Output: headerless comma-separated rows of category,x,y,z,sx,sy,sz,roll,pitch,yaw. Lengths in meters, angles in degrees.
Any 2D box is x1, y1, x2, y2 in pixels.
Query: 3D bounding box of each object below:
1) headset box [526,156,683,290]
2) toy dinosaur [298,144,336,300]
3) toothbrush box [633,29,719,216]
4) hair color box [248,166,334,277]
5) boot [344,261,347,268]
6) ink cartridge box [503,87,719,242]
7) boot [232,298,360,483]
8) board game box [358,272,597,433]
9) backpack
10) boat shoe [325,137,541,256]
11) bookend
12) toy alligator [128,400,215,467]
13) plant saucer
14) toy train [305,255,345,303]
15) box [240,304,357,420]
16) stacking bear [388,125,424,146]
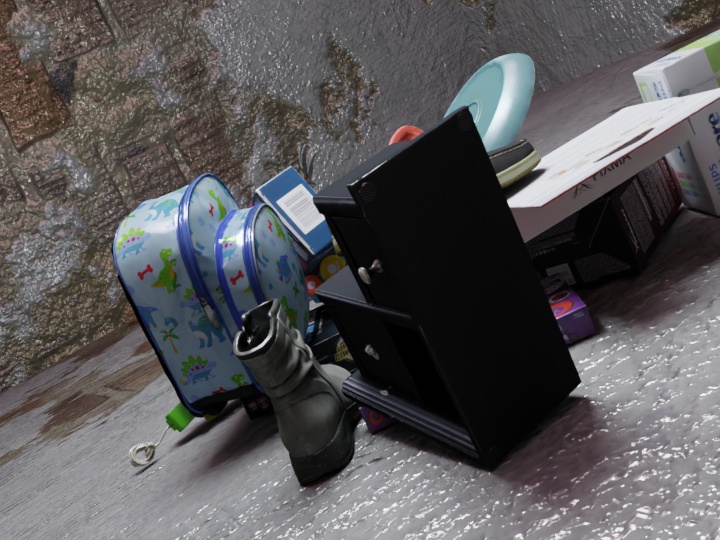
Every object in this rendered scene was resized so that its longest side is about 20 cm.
headset box,0.225,-0.052,0.787,0.147,0.076,0.199,-19,12,41
toy dinosaur,-0.018,-0.051,0.949,0.103,0.205,0.181,-5,8,-11
toothbrush box,0.383,-0.164,0.734,0.197,0.148,0.086,-26,9,5
hair color box,-0.094,-0.021,0.938,0.060,0.100,0.201,-38,-10,-32
boot,0.039,-0.028,0.775,0.075,0.205,0.168,8,2,13
ink cartridge box,0.200,-0.084,0.666,0.198,0.044,0.173,-31,11,-9
boot,-0.051,0.080,0.672,0.067,0.133,0.200,-25,9,4
board game box,0.094,0.066,0.673,0.197,0.033,0.120,-26,14,8
backpack,-0.139,0.009,0.790,0.145,0.202,0.184,-22,22,13
boat shoe,0.059,-0.077,0.672,0.198,0.067,0.072,-25,1,-8
bookend,0.025,0.005,0.549,0.091,0.203,0.198,-35,21,-21
toy alligator,-0.183,0.143,0.896,0.200,0.059,0.054,-48,6,-38
plant saucer,0.125,-0.157,0.887,0.201,0.027,0.202,-55,20,30
toy train,0.000,0.000,0.956,0.199,0.056,0.151,-40,-9,-33
box,-0.056,0.088,0.907,0.157,0.047,0.200,-26,9,4
stacking bear,0.062,-0.079,1.115,0.114,0.120,0.202,-51,-11,-41
